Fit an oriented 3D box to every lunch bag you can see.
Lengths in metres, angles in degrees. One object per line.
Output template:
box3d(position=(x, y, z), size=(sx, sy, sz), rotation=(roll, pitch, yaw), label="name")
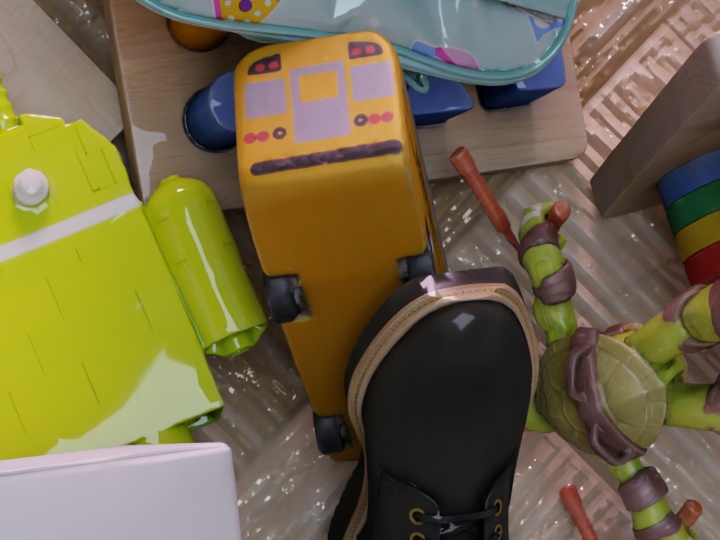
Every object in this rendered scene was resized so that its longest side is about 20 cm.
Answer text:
box3d(position=(0.001, -0.154, 0.852), size=(0.198, 0.077, 0.162), rotation=(10, 96, -18), label="lunch bag")

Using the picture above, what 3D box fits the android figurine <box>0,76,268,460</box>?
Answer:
box3d(position=(-0.132, 0.021, 0.887), size=(0.181, 0.041, 0.201), rotation=(-20, 81, -12), label="android figurine")

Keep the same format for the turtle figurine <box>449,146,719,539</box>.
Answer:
box3d(position=(0.107, 0.034, 0.904), size=(0.064, 0.161, 0.202), rotation=(-23, 94, -47), label="turtle figurine")

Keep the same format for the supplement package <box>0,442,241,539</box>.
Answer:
box3d(position=(-0.106, 0.165, 0.780), size=(0.119, 0.121, 0.202), rotation=(-6, 87, -23), label="supplement package")

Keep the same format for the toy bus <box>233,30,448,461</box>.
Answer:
box3d(position=(0.000, 0.000, 0.886), size=(0.065, 0.200, 0.079), rotation=(-9, 57, 5), label="toy bus")

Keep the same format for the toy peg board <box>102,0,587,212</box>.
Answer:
box3d(position=(-0.004, -0.137, 0.930), size=(0.198, 0.098, 0.201), rotation=(-9, 86, -15), label="toy peg board")

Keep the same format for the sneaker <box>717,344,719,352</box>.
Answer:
box3d(position=(0.228, 0.073, 0.966), size=(0.199, 0.082, 0.077), rotation=(24, 41, -14), label="sneaker")

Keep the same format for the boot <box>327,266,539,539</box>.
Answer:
box3d(position=(0.041, 0.109, 0.853), size=(0.077, 0.201, 0.139), rotation=(-7, 49, -10), label="boot")

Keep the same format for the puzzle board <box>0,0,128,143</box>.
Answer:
box3d(position=(-0.213, -0.085, 0.939), size=(0.200, 0.017, 0.151), rotation=(46, 80, -3), label="puzzle board")

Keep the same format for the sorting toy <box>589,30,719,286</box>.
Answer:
box3d(position=(0.215, -0.055, 0.914), size=(0.198, 0.199, 0.070), rotation=(-16, 79, -11), label="sorting toy")
